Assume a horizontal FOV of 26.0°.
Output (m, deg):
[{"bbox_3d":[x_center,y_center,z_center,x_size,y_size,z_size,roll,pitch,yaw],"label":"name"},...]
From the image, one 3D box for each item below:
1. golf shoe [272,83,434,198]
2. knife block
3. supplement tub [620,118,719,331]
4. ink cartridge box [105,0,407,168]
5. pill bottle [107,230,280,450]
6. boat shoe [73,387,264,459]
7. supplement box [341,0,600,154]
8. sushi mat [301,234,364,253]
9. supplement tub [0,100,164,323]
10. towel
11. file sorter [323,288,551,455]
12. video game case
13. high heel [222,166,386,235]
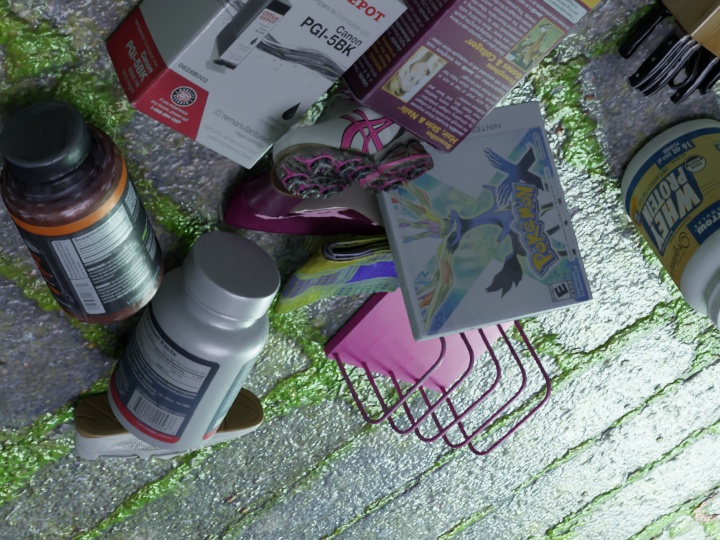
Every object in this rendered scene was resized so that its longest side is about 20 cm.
[{"bbox_3d":[-0.017,-0.114,1.350,0.072,0.093,0.199,-28,169,31],"label":"golf shoe"},{"bbox_3d":[0.328,-0.254,1.470,0.174,0.064,0.201,-19,142,-14],"label":"knife block"},{"bbox_3d":[0.376,-0.044,1.630,0.143,0.201,0.145,-17,141,-14],"label":"supplement tub"},{"bbox_3d":[-0.084,-0.198,1.263,0.200,0.083,0.146,-43,139,20],"label":"ink cartridge box"},{"bbox_3d":[-0.155,0.065,1.493,0.119,0.120,0.201,4,132,-35],"label":"pill bottle"},{"bbox_3d":[-0.201,0.161,1.622,0.198,0.071,0.070,-2,138,-18],"label":"boat shoe"},{"bbox_3d":[0.085,-0.218,1.328,0.200,0.104,0.130,-44,140,19],"label":"supplement box"},{"bbox_3d":[0.019,-0.090,1.509,0.095,0.012,0.201,1,134,-32],"label":"sushi mat"},{"bbox_3d":[-0.239,-0.051,1.319,0.106,0.107,0.201,-23,142,-6],"label":"supplement tub"},{"bbox_3d":[0.000,0.000,1.522,0.142,0.023,0.200,-10,167,-22],"label":"towel"},{"bbox_3d":[0.091,0.106,1.688,0.199,0.126,0.139,20,123,-45],"label":"file sorter"},{"bbox_3d":[0.109,-0.049,1.452,0.180,0.202,0.022,-11,170,-19],"label":"video game case"},{"bbox_3d":[-0.030,-0.059,1.480,0.198,0.068,0.096,14,153,-33],"label":"high heel"}]
